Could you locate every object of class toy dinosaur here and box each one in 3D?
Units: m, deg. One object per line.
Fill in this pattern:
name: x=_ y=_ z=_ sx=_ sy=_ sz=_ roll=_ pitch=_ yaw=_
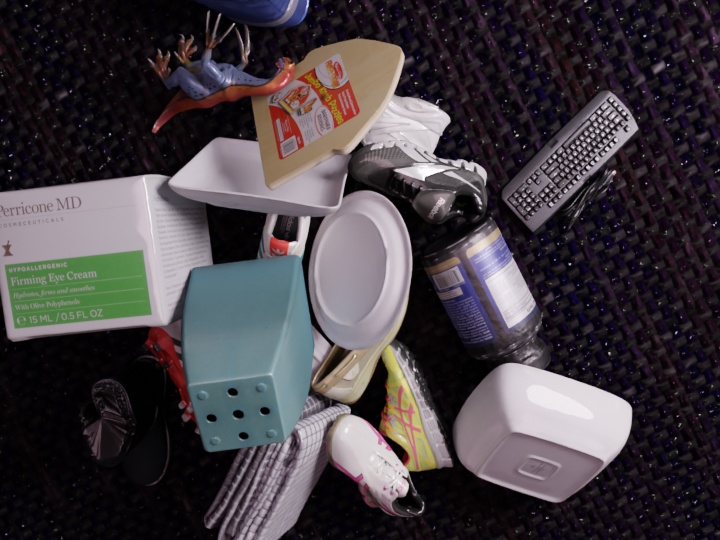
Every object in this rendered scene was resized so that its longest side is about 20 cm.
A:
toy dinosaur: x=-0.171 y=-0.243 z=0.777 sx=0.179 sy=0.105 sz=0.203 roll=31 pitch=132 yaw=15

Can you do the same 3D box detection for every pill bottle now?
pill bottle: x=0.169 y=0.044 z=0.796 sx=0.110 sy=0.112 sz=0.203 roll=-27 pitch=95 yaw=6

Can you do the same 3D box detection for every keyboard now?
keyboard: x=0.290 y=-0.136 z=0.805 sx=0.104 sy=0.040 sz=0.200 roll=44 pitch=98 yaw=-2

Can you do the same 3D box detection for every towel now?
towel: x=-0.108 y=0.264 z=0.807 sx=0.085 sy=0.165 sz=0.203 roll=30 pitch=99 yaw=17

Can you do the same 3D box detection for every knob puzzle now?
knob puzzle: x=-0.033 y=-0.197 z=0.714 sx=0.217 sy=0.222 sz=0.031 roll=-34 pitch=138 yaw=7

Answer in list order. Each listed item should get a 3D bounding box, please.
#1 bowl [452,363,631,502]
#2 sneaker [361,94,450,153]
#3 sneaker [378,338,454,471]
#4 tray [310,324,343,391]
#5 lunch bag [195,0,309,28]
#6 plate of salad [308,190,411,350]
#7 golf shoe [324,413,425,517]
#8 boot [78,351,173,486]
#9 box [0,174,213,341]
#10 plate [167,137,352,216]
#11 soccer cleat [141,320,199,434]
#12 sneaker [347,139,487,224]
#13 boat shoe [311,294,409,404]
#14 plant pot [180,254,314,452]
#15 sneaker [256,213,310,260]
bowl: x=0.228 y=0.225 z=0.784 sx=0.195 sy=0.076 sz=0.202 roll=19 pitch=135 yaw=-2
sneaker: x=0.013 y=-0.193 z=0.793 sx=0.196 sy=0.078 sz=0.101 roll=20 pitch=101 yaw=1
sneaker: x=0.058 y=0.193 z=0.838 sx=0.089 sy=0.078 sz=0.204 roll=-21 pitch=94 yaw=12
tray: x=-0.116 y=0.099 z=0.822 sx=0.106 sy=0.022 sz=0.201 roll=-35 pitch=114 yaw=14
lunch bag: x=-0.131 y=-0.413 z=0.745 sx=0.133 sy=0.132 sz=0.205 roll=12 pitch=98 yaw=17
plate of salad: x=0.000 y=0.000 z=0.785 sx=0.197 sy=0.047 sz=0.206 roll=-8 pitch=79 yaw=46
golf shoe: x=0.025 y=0.259 z=0.802 sx=0.073 sy=0.091 sz=0.201 roll=-56 pitch=133 yaw=-28
boot: x=-0.313 y=0.223 z=0.812 sx=0.074 sy=0.168 sz=0.206 roll=6 pitch=98 yaw=2
box: x=-0.310 y=-0.022 z=0.765 sx=0.194 sy=0.200 sz=0.176 roll=-6 pitch=95 yaw=4
plate: x=-0.113 y=-0.115 z=0.754 sx=0.194 sy=0.201 sz=0.033 roll=8 pitch=118 yaw=1
soccer cleat: x=-0.227 y=0.149 z=0.851 sx=0.068 sy=0.085 sz=0.203 roll=-4 pitch=119 yaw=43
sneaker: x=0.080 y=-0.106 z=0.764 sx=0.195 sy=0.092 sz=0.067 roll=9 pitch=139 yaw=-19
boat shoe: x=0.002 y=0.080 z=0.816 sx=0.062 sy=0.073 sz=0.204 roll=25 pitch=95 yaw=-29
plant pot: x=-0.129 y=0.097 z=0.696 sx=0.138 sy=0.201 sz=0.144 roll=-7 pitch=117 yaw=-1
sneaker: x=-0.112 y=-0.017 z=0.810 sx=0.069 sy=0.093 sz=0.205 roll=15 pitch=97 yaw=1
